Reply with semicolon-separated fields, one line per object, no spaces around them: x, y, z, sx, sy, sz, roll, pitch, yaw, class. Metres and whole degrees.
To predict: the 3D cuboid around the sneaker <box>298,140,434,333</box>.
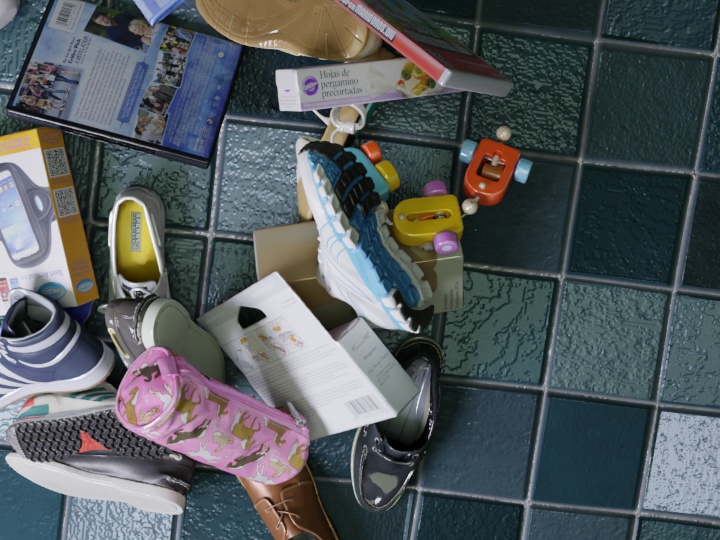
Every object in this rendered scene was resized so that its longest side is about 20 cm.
-0.016;-0.021;0.948;0.087;0.075;0.200;-11;116;36;sneaker

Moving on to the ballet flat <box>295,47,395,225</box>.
-0.029;-0.137;1.067;0.063;0.069;0.200;26;88;4;ballet flat

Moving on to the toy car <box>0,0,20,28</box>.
-0.435;-0.274;0.989;0.200;0.150;0.175;-42;98;4;toy car

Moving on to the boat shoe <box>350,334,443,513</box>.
0.041;0.169;1.107;0.074;0.066;0.200;23;97;-5;boat shoe

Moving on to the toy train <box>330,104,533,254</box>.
0.055;-0.085;1.012;0.200;0.056;0.150;17;62;8;toy train

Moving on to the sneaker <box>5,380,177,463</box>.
-0.254;0.138;1.075;0.199;0.093;0.070;-6;126;10;sneaker

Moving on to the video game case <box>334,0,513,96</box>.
0.038;-0.228;0.976;0.200;0.143;0.017;42;113;20;video game case

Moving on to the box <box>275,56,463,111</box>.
0.016;-0.182;1.011;0.200;0.041;0.039;-12;104;-31;box

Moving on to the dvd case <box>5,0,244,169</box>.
-0.227;-0.187;1.038;0.200;0.018;0.143;15;67;-4;dvd case

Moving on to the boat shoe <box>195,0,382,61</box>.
-0.069;-0.244;1.034;0.200;0.069;0.074;25;102;23;boat shoe

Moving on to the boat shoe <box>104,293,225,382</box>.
-0.189;0.082;1.048;0.060;0.201;0.072;9;61;18;boat shoe

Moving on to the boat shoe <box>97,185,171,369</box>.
-0.223;0.018;1.068;0.074;0.086;0.202;1;100;-1;boat shoe

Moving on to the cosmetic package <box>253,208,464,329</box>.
0.000;0.000;1.056;0.200;0.105;0.071;-9;56;1;cosmetic package

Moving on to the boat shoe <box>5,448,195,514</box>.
-0.270;0.203;1.107;0.200;0.074;0.060;8;58;13;boat shoe

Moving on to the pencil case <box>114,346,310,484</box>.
-0.135;0.140;0.998;0.200;0.083;0.087;32;81;-44;pencil case

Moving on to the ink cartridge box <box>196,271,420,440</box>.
-0.057;0.081;1.036;0.044;0.200;0.174;-43;99;-33;ink cartridge box

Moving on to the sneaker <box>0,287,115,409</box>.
-0.355;0.080;1.046;0.200;0.070;0.109;-13;139;17;sneaker

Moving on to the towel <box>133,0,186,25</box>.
-0.201;-0.358;1.025;0.147;0.024;0.200;-35;84;5;towel

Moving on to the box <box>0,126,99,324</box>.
-0.334;-0.036;1.058;0.119;0.041;0.200;-7;97;27;box

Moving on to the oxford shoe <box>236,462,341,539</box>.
-0.078;0.244;1.115;0.071;0.071;0.200;-33;96;5;oxford shoe
